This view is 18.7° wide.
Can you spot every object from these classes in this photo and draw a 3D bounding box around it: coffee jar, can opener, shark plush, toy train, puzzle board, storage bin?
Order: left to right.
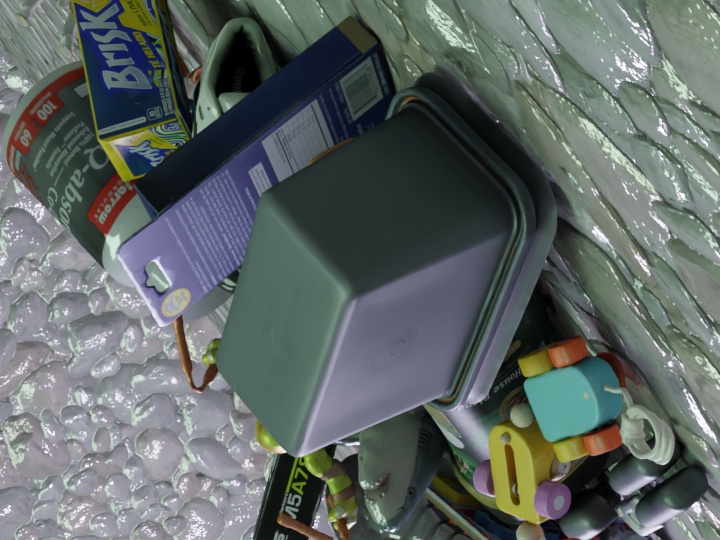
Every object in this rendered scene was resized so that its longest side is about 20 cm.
[{"bbox_3d":[-0.002,0.002,1.224,0.146,0.134,0.200,48,143,24],"label":"storage bin"},{"bbox_3d":[0.048,0.108,1.510,0.084,0.091,0.200,58,-152,1],"label":"shark plush"},{"bbox_3d":[0.091,0.079,1.417,0.085,0.104,0.200,42,168,43],"label":"coffee jar"},{"bbox_3d":[0.118,0.163,1.561,0.199,0.017,0.151,11,-160,-44],"label":"puzzle board"},{"bbox_3d":[0.143,0.129,1.326,0.150,0.055,0.201,42,137,32],"label":"toy train"},{"bbox_3d":[0.177,0.149,1.411,0.053,0.066,0.200,49,166,7],"label":"can opener"}]

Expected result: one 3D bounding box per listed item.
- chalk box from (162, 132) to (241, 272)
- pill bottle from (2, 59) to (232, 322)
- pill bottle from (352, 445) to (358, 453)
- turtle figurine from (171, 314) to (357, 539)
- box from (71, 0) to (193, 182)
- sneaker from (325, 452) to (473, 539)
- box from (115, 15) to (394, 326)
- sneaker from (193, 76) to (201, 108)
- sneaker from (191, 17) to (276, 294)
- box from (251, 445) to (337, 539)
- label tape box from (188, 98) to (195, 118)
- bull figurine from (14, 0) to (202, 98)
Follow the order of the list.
[{"bbox_3d":[-0.018,-0.025,1.469,0.200,0.124,0.125,55,170,-17],"label":"chalk box"},{"bbox_3d":[-0.174,-0.060,1.672,0.200,0.116,0.116,44,169,24],"label":"pill bottle"},{"bbox_3d":[0.048,0.105,1.719,0.114,0.114,0.200,50,172,4],"label":"pill bottle"},{"bbox_3d":[-0.044,0.088,1.528,0.200,0.064,0.161,52,-157,0],"label":"turtle figurine"},{"bbox_3d":[-0.173,-0.172,1.623,0.070,0.064,0.201,67,-173,-62],"label":"box"},{"bbox_3d":[0.062,0.217,1.659,0.200,0.078,0.112,39,-176,36],"label":"sneaker"},{"bbox_3d":[-0.065,-0.058,1.327,0.032,0.200,0.121,46,170,24],"label":"box"},{"bbox_3d":[-0.042,-0.078,1.623,0.200,0.073,0.085,51,-172,34],"label":"sneaker"},{"bbox_3d":[-0.088,-0.084,1.539,0.089,0.074,0.201,105,161,-71],"label":"sneaker"},{"bbox_3d":[-0.043,0.135,1.714,0.047,0.194,0.200,18,-176,-1],"label":"box"},{"bbox_3d":[-0.088,-0.056,1.755,0.143,0.066,0.200,50,-170,13],"label":"label tape box"},{"bbox_3d":[-0.205,-0.186,1.855,0.065,0.121,0.200,4,131,46],"label":"bull figurine"}]
